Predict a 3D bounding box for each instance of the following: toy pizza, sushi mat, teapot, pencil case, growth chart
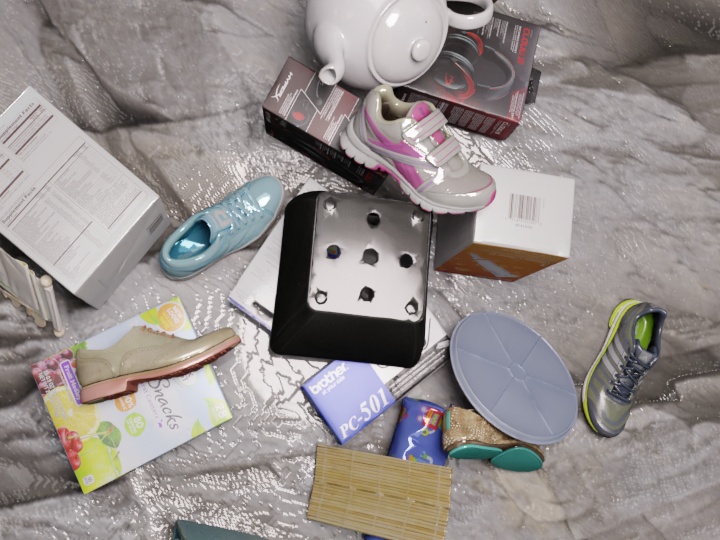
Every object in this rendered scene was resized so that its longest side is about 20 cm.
[{"bbox_3d":[0.199,0.142,1.034,0.197,0.032,0.203,19,43,-18],"label":"toy pizza"},{"bbox_3d":[0.022,0.279,0.973,0.196,0.012,0.098,3,75,30],"label":"sushi mat"},{"bbox_3d":[0.040,-0.299,0.954,0.202,0.196,0.146,-55,52,12],"label":"teapot"},{"bbox_3d":[0.068,0.266,1.012,0.085,0.078,0.204,21,78,-17],"label":"pencil case"},{"bbox_3d":[-0.437,-0.006,0.949,0.199,0.145,0.018,38,56,4],"label":"growth chart"}]

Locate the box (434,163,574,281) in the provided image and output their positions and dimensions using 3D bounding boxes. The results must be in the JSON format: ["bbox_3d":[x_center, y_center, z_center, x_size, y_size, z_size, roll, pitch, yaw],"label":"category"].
[{"bbox_3d":[0.179,-0.055,1.016,0.122,0.200,0.100,8,80,-7],"label":"box"}]

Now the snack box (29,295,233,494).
[{"bbox_3d":[-0.281,0.153,0.981,0.197,0.068,0.171,-26,85,-14],"label":"snack box"}]

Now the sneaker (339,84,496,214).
[{"bbox_3d":[0.069,-0.138,0.884,0.198,0.089,0.081,31,45,12],"label":"sneaker"}]

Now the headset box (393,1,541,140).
[{"bbox_3d":[0.156,-0.285,1.104,0.196,0.075,0.152,16,79,-6],"label":"headset box"}]

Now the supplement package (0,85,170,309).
[{"bbox_3d":[-0.361,-0.081,0.961,0.199,0.152,0.151,39,77,-1],"label":"supplement package"}]

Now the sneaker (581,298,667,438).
[{"bbox_3d":[0.364,0.130,1.077,0.073,0.081,0.204,20,79,-5],"label":"sneaker"}]

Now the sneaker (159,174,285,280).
[{"bbox_3d":[-0.175,-0.058,1.022,0.199,0.082,0.074,-42,90,-12],"label":"sneaker"}]

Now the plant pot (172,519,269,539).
[{"bbox_3d":[-0.126,0.412,0.909,0.196,0.196,0.200,10,80,-17],"label":"plant pot"}]

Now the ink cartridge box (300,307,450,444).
[{"bbox_3d":[0.025,0.132,1.043,0.199,0.044,0.095,-37,86,-12],"label":"ink cartridge box"}]

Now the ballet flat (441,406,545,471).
[{"bbox_3d":[0.174,0.213,1.011,0.199,0.070,0.066,27,44,-44],"label":"ballet flat"}]

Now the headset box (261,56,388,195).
[{"bbox_3d":[-0.025,-0.178,1.027,0.198,0.149,0.076,30,85,-4],"label":"headset box"}]

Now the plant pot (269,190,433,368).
[{"bbox_3d":[0.000,0.000,0.951,0.195,0.178,0.205,7,77,-7],"label":"plant pot"}]

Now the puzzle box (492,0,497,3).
[{"bbox_3d":[0.129,-0.403,1.066,0.131,0.200,0.026,26,101,-4],"label":"puzzle box"}]

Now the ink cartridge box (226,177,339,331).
[{"bbox_3d":[-0.085,-0.014,1.052,0.099,0.039,0.202,35,76,-2],"label":"ink cartridge box"}]

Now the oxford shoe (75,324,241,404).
[{"bbox_3d":[-0.241,0.094,0.928,0.196,0.071,0.075,-17,80,-12],"label":"oxford shoe"}]
